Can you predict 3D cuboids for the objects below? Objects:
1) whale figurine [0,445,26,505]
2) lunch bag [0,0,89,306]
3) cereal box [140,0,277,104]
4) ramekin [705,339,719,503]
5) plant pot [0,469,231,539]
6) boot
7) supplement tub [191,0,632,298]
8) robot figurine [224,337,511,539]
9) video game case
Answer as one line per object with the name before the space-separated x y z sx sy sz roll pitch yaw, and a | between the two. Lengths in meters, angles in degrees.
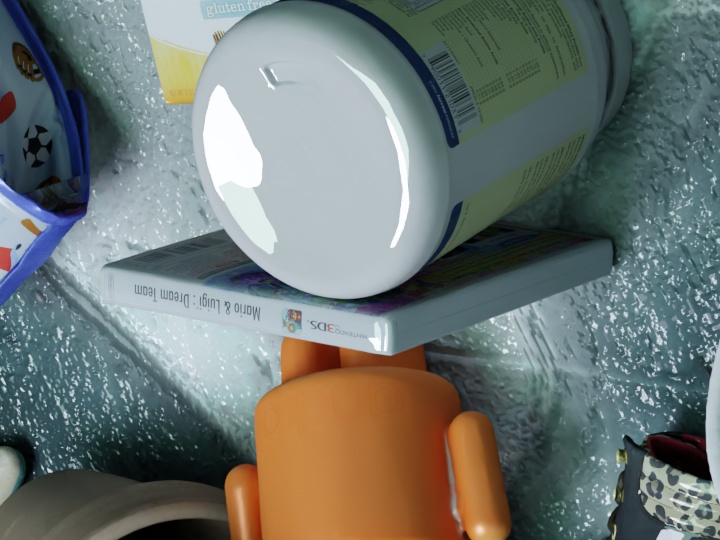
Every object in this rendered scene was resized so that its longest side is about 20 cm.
whale figurine | -0.242 0.206 1.891 0.158 0.104 0.201 8 91 37
lunch bag | -0.250 -0.072 1.733 0.170 0.124 0.201 -42 74 42
cereal box | -0.064 -0.191 1.580 0.143 0.039 0.201 -2 109 38
ramekin | 0.258 0.055 1.339 0.200 0.097 0.201 -35 44 41
plant pot | -0.145 0.198 1.735 0.174 0.199 0.201 30 131 56
boot | 0.134 0.151 1.569 0.203 0.073 0.155 21 114 39
supplement tub | 0.029 -0.084 1.446 0.144 0.200 0.146 17 120 32
robot figurine | 0.002 0.128 1.598 0.117 0.143 0.201 105 161 -70
video game case | 0.000 0.000 1.510 0.181 0.200 0.024 10 107 35
